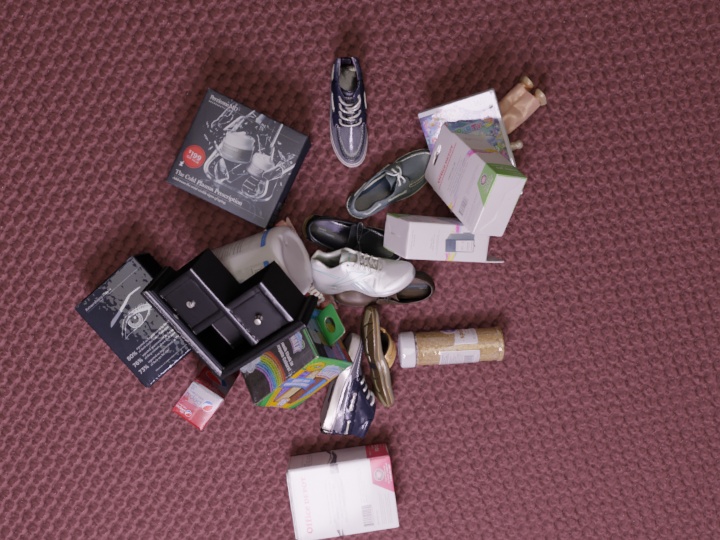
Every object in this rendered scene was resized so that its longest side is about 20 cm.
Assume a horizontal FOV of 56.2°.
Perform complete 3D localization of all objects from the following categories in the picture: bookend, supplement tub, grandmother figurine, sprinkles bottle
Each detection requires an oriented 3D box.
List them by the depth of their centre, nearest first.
[{"bbox_3d":[-0.210,0.044,1.101,0.199,0.092,0.199,-31,107,23],"label":"bookend"},{"bbox_3d":[-0.200,0.008,1.209,0.199,0.132,0.133,-17,96,20],"label":"supplement tub"},{"bbox_3d":[0.257,-0.269,1.272,0.200,0.061,0.122,-41,68,4],"label":"grandmother figurine"},{"bbox_3d":[0.173,0.147,1.297,0.198,0.068,0.069,-3,95,-3],"label":"sprinkles bottle"}]

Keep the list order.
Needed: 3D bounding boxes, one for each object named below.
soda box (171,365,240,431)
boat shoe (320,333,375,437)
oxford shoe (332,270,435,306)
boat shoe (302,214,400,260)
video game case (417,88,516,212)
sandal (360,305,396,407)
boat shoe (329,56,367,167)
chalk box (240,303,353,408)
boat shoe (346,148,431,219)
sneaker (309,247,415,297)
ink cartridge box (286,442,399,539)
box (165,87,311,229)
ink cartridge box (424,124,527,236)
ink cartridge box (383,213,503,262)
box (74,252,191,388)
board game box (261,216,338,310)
[{"bbox_3d":[-0.274,0.216,1.216,0.063,0.200,0.070,36,92,-4],"label":"soda box"},{"bbox_3d":[-0.008,0.224,1.293,0.092,0.075,0.202,16,101,-12],"label":"boat shoe"},{"bbox_3d":[0.043,0.033,1.274,0.198,0.084,0.073,-7,97,0],"label":"oxford shoe"},{"bbox_3d":[-0.013,-0.056,1.274,0.198,0.062,0.075,17,92,-5],"label":"boat shoe"},{"bbox_3d":[0.203,-0.215,1.238,0.142,0.018,0.201,-13,113,21],"label":"video game case"},{"bbox_3d":[0.043,0.161,1.292,0.054,0.080,0.202,-16,99,-18],"label":"sandal"},{"bbox_3d":[-0.024,-0.293,1.236,0.074,0.093,0.202,-8,95,-2],"label":"boat shoe"},{"bbox_3d":[-0.106,0.142,1.215,0.199,0.124,0.125,-37,62,16],"label":"chalk box"},{"bbox_3d":[0.062,-0.162,1.267,0.199,0.062,0.073,-32,94,0],"label":"boat shoe"},{"bbox_3d":[0.000,0.000,1.226,0.198,0.071,0.081,-2,137,14],"label":"sneaker"},{"bbox_3d":[-0.036,0.427,1.305,0.198,0.085,0.147,-8,95,-4],"label":"ink cartridge box"},{"bbox_3d":[-0.216,-0.196,1.222,0.199,0.104,0.183,25,90,-1],"label":"box"},{"bbox_3d":[0.195,-0.163,1.182,0.067,0.200,0.118,1,125,-26],"label":"ink cartridge box"},{"bbox_3d":[0.156,-0.060,1.230,0.198,0.117,0.068,2,101,-20],"label":"ink cartridge box"},{"bbox_3d":[-0.394,0.088,1.248,0.148,0.104,0.200,-39,95,2],"label":"box"},{"bbox_3d":[-0.133,0.009,1.296,0.102,0.019,0.201,-29,96,-1],"label":"board game box"}]
